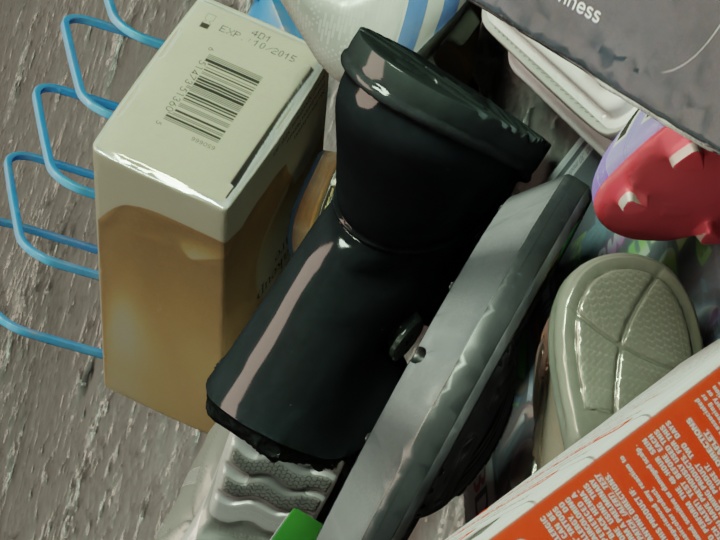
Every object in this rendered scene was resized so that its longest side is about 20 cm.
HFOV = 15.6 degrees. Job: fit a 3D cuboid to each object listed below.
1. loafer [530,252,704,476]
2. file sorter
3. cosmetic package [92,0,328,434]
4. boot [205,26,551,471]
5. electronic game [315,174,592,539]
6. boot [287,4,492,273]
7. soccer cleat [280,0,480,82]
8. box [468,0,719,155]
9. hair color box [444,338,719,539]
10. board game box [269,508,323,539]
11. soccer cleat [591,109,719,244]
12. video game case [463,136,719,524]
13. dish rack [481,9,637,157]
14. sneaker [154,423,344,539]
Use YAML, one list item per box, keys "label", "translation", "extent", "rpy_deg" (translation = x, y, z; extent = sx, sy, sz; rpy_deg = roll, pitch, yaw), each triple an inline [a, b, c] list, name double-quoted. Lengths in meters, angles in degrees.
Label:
- label: "loafer"
  translation: [0.088, 0.098, 0.897]
  extent: [0.063, 0.071, 0.202]
  rpy_deg: [137, 135, -70]
- label: "file sorter"
  translation: [-0.124, -0.062, 1.474]
  extent: [0.201, 0.122, 0.139]
  rpy_deg: [-64, 22, 23]
- label: "cosmetic package"
  translation: [-0.070, -0.020, 1.239]
  extent: [0.105, 0.071, 0.200]
  rpy_deg: [-58, -15, -30]
- label: "boot"
  translation: [0.000, 0.000, 1.033]
  extent: [0.169, 0.076, 0.200]
  rpy_deg: [-58, -11, 4]
- label: "electronic game"
  translation: [0.032, 0.055, 0.964]
  extent: [0.201, 0.041, 0.200]
  rpy_deg: [-61, -4, -7]
- label: "boot"
  translation: [0.042, -0.078, 1.177]
  extent: [0.097, 0.074, 0.201]
  rpy_deg: [19, 92, 50]
- label: "soccer cleat"
  translation: [0.044, -0.166, 1.113]
  extent: [0.200, 0.086, 0.070]
  rpy_deg: [-51, 18, -8]
- label: "box"
  translation: [0.155, -0.126, 0.739]
  extent: [0.200, 0.123, 0.198]
  rpy_deg: [37, 112, 41]
- label: "hair color box"
  translation: [0.080, 0.080, 0.784]
  extent: [0.064, 0.199, 0.111]
  rpy_deg: [56, 146, 4]
- label: "board game box"
  translation: [-0.072, 0.212, 1.131]
  extent: [0.154, 0.040, 0.200]
  rpy_deg: [-63, -5, 28]
- label: "soccer cleat"
  translation: [0.148, -0.082, 0.880]
  extent: [0.200, 0.066, 0.077]
  rpy_deg: [-45, 39, 39]
- label: "video game case"
  translation: [0.092, 0.026, 1.010]
  extent: [0.200, 0.023, 0.183]
  rpy_deg: [-53, 29, 42]
- label: "dish rack"
  translation: [0.114, -0.134, 1.002]
  extent: [0.172, 0.043, 0.200]
  rpy_deg: [-57, 23, 10]
- label: "sneaker"
  translation: [-0.057, 0.125, 1.269]
  extent: [0.201, 0.074, 0.082]
  rpy_deg: [-58, 11, 21]
